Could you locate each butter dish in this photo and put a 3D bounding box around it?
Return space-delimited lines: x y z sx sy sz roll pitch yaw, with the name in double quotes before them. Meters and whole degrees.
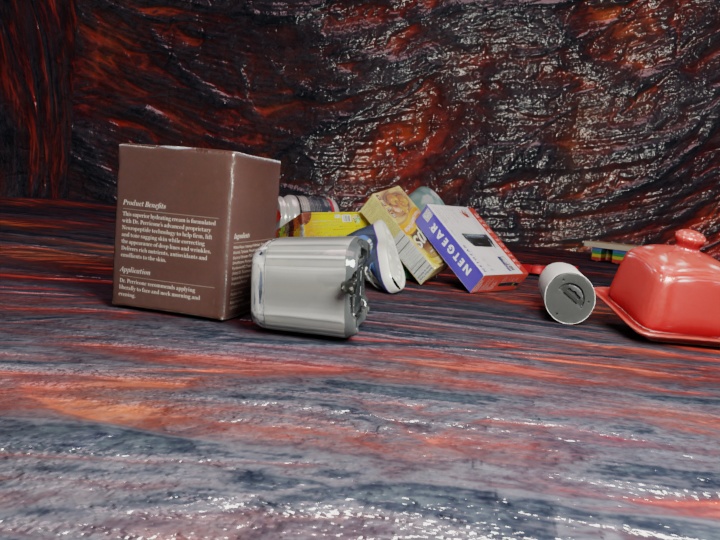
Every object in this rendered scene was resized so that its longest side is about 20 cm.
"butter dish" 0.473 0.014 1.062 0.193 0.152 0.201 4 18 -5

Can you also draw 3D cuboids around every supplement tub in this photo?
"supplement tub" -0.171 -0.152 2.154 0.195 0.145 0.139 2 7 -28

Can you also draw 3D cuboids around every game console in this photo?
"game console" 0.483 -0.006 1.965 0.196 0.032 0.174 1 3 -39

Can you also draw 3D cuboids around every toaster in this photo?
"toaster" -0.057 0.017 0.866 0.125 0.118 0.200 2 8 6

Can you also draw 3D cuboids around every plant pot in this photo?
"plant pot" 0.164 -0.125 2.102 0.132 0.205 0.199 -26 18 -21

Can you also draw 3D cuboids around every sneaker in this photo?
"sneaker" 0.000 0.000 1.334 0.144 0.081 0.202 -29 34 14

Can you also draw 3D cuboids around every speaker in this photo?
"speaker" 0.341 0.033 1.195 0.079 0.084 0.200 6 7 10

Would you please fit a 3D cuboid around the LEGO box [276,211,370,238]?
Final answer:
"LEGO box" -0.065 -0.069 1.535 0.195 0.080 0.148 -4 -10 -29

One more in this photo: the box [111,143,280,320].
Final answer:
"box" -0.211 -0.054 0.945 0.161 0.207 0.164 7 6 15

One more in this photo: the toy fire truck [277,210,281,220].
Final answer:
"toy fire truck" -0.327 -0.141 2.010 0.164 0.114 0.202 -19 29 26

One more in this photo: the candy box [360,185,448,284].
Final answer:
"candy box" 0.101 -0.077 1.481 0.201 0.055 0.115 50 34 11

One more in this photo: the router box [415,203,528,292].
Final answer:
"router box" 0.229 -0.046 1.472 0.177 0.049 0.202 -1 48 -49

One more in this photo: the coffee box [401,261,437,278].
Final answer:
"coffee box" 0.058 -0.010 1.515 0.197 0.045 0.121 0 8 -45

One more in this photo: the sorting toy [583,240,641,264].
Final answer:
"sorting toy" 0.963 -0.065 2.694 0.196 0.072 0.196 9 7 36
